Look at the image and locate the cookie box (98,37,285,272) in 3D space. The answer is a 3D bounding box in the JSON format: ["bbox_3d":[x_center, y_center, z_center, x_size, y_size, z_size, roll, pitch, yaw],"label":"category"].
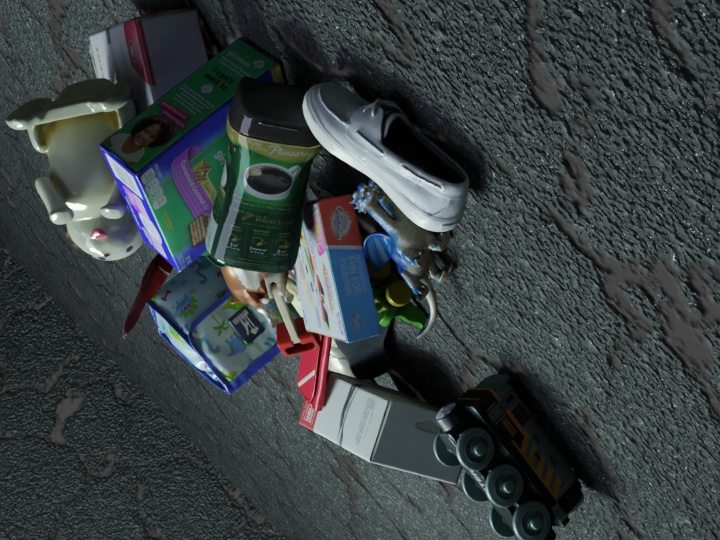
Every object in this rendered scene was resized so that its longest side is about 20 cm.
[{"bbox_3d":[-0.165,-0.126,1.372,0.075,0.200,0.172,37,158,31],"label":"cookie box"}]

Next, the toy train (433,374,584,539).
[{"bbox_3d":[0.167,0.212,1.389,0.201,0.114,0.085,52,161,-10],"label":"toy train"}]

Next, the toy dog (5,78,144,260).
[{"bbox_3d":[-0.308,-0.107,1.441,0.194,0.138,0.203,-118,16,-69],"label":"toy dog"}]

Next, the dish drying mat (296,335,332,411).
[{"bbox_3d":[-0.056,0.076,1.614,0.077,0.018,0.202,-128,41,-57],"label":"dish drying mat"}]

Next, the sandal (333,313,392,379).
[{"bbox_3d":[-0.001,0.078,1.601,0.201,0.075,0.043,85,168,-59],"label":"sandal"}]

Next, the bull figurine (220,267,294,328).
[{"bbox_3d":[-0.148,0.002,1.703,0.121,0.065,0.201,36,157,34],"label":"bull figurine"}]

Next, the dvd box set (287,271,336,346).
[{"bbox_3d":[-0.073,0.019,1.707,0.201,0.029,0.146,57,161,-17],"label":"dvd box set"}]

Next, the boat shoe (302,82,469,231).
[{"bbox_3d":[0.024,-0.121,1.165,0.200,0.071,0.069,49,142,25],"label":"boat shoe"}]

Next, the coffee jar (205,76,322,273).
[{"bbox_3d":[-0.098,-0.101,1.311,0.086,0.103,0.202,-96,18,-54],"label":"coffee jar"}]

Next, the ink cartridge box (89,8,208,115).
[{"bbox_3d":[-0.246,-0.224,1.489,0.199,0.084,0.148,9,112,61],"label":"ink cartridge box"}]

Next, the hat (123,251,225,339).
[{"bbox_3d":[-0.268,-0.052,1.588,0.200,0.174,0.168,32,138,56],"label":"hat"}]

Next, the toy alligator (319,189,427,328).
[{"bbox_3d":[0.000,0.000,1.462,0.201,0.054,0.059,51,161,-4],"label":"toy alligator"}]

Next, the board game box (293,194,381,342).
[{"bbox_3d":[-0.037,-0.004,1.410,0.200,0.040,0.155,-173,71,-75],"label":"board game box"}]

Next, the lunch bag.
[{"bbox_3d":[-0.195,0.071,1.874,0.200,0.170,0.128,40,160,28],"label":"lunch bag"}]

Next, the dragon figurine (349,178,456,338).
[{"bbox_3d":[0.044,-0.022,1.310,0.099,0.059,0.201,38,158,32],"label":"dragon figurine"}]

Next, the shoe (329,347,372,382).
[{"bbox_3d":[-0.022,0.160,1.826,0.201,0.053,0.070,51,162,-1],"label":"shoe"}]

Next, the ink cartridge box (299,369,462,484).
[{"bbox_3d":[0.032,0.200,1.632,0.143,0.085,0.199,19,177,-30],"label":"ink cartridge box"}]

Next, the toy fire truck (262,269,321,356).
[{"bbox_3d":[-0.101,-0.002,1.529,0.201,0.048,0.142,67,-168,-53],"label":"toy fire truck"}]
